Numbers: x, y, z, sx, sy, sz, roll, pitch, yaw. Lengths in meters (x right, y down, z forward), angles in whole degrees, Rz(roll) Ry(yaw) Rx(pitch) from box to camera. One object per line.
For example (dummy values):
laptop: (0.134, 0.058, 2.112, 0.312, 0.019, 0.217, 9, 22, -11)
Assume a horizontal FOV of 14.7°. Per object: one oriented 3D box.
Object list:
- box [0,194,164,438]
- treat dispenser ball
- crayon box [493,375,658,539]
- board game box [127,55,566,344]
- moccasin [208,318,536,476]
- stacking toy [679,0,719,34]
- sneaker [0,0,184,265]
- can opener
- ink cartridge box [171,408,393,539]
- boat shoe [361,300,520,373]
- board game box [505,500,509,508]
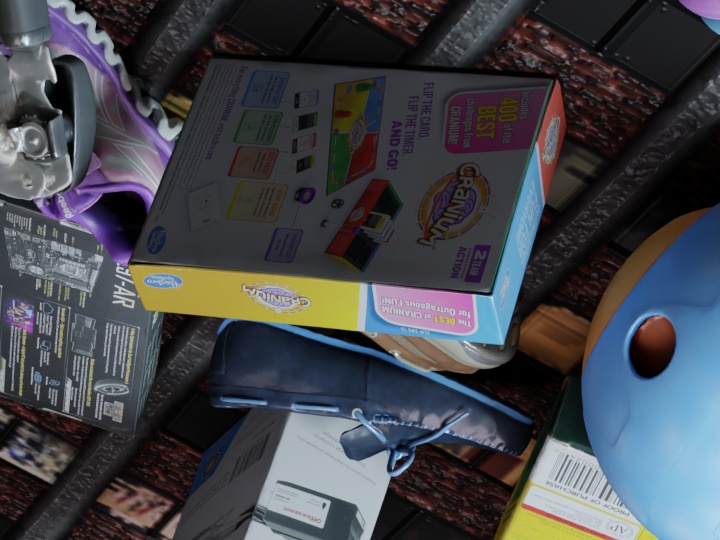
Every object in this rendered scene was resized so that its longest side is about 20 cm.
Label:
box: (-0.199, 0.009, 1.705, 0.159, 0.044, 0.200, 17, 142, 4)
treat dispenser ball: (0.215, 0.059, 1.459, 0.200, 0.201, 0.201, 12, 142, 10)
crayon box: (0.147, 0.154, 1.626, 0.126, 0.051, 0.200, 21, 142, 1)
board game box: (-0.005, -0.040, 1.473, 0.199, 0.154, 0.040, 6, 142, 18)
moccasin: (0.005, 0.083, 1.674, 0.199, 0.069, 0.080, 17, 176, 16)
stacking toy: (0.215, -0.113, 1.358, 0.085, 0.086, 0.200, -8, 141, 31)
sneaker: (-0.163, -0.077, 1.550, 0.080, 0.089, 0.200, -21, 126, 42)
can opener: (-0.181, -0.136, 1.474, 0.053, 0.067, 0.201, -1, 104, 24)
ink cartridge box: (-0.062, 0.181, 1.728, 0.084, 0.201, 0.145, 31, 141, -14)
boat shoe: (0.000, 0.000, 1.586, 0.200, 0.076, 0.072, 39, 140, -21)
board game box: (0.191, 0.158, 1.703, 0.147, 0.064, 0.200, 29, 140, -12)
